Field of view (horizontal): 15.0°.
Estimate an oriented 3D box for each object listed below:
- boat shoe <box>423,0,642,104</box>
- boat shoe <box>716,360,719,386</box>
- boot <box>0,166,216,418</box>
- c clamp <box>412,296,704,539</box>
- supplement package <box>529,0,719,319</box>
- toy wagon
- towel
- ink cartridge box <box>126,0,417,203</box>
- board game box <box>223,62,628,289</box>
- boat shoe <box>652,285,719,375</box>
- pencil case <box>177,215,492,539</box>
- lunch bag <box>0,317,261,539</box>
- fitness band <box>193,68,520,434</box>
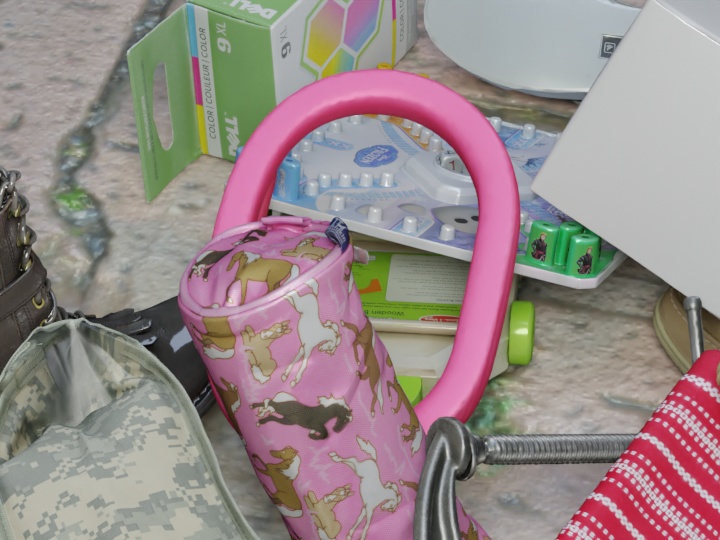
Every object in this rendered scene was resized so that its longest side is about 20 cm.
[{"bbox_3d":[0.133,-0.119,1.523,0.200,0.064,0.071,15,83,11],"label":"boat shoe"},{"bbox_3d":[0.249,0.088,1.210,0.200,0.073,0.063,23,64,-8],"label":"boat shoe"},{"bbox_3d":[-0.150,0.020,1.274,0.200,0.174,0.069,-31,46,-20],"label":"boot"},{"bbox_3d":[0.095,0.102,1.210,0.200,0.027,0.171,-5,78,-39],"label":"c clamp"},{"bbox_3d":[0.185,-0.084,1.365,0.120,0.121,0.200,34,27,5],"label":"supplement package"},{"bbox_3d":[0.011,0.022,1.380,0.155,0.040,0.200,3,42,6],"label":"toy wagon"},{"bbox_3d":[0.161,0.138,1.198,0.145,0.022,0.200,43,51,0],"label":"towel"},{"bbox_3d":[-0.043,-0.123,1.500,0.059,0.104,0.200,21,46,25],"label":"ink cartridge box"},{"bbox_3d":[0.059,-0.055,1.425,0.200,0.026,0.200,15,23,19],"label":"board game box"},{"bbox_3d":[0.225,0.046,1.322,0.072,0.065,0.200,-31,48,-29],"label":"boat shoe"},{"bbox_3d":[-0.007,0.072,1.203,0.086,0.200,0.083,-27,24,-8],"label":"pencil case"},{"bbox_3d":[-0.107,0.140,1.151,0.117,0.164,0.200,-13,41,-17],"label":"lunch bag"},{"bbox_3d":[0.000,0.000,1.301,0.143,0.037,0.200,9,73,9],"label":"fitness band"}]
